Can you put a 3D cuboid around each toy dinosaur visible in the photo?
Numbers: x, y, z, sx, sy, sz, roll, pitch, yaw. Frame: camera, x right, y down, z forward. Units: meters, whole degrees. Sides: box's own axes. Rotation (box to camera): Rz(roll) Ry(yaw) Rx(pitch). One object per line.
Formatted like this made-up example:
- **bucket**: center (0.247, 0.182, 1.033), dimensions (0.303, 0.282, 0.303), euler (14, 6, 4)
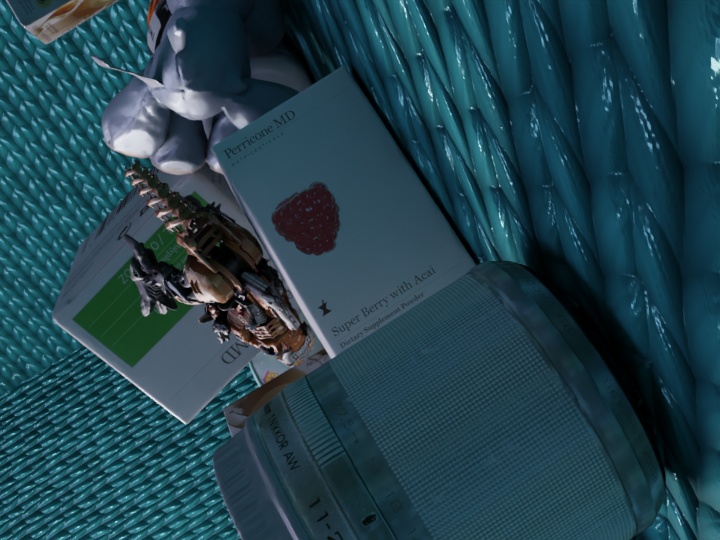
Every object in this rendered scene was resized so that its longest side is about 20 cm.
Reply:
- **toy dinosaur**: center (-0.106, -0.008, 0.766), dimensions (0.135, 0.102, 0.202), euler (19, 132, 48)

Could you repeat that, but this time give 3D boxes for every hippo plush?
- **hippo plush**: center (-0.138, -0.184, 0.824), dimensions (0.200, 0.158, 0.163), euler (34, -132, -52)

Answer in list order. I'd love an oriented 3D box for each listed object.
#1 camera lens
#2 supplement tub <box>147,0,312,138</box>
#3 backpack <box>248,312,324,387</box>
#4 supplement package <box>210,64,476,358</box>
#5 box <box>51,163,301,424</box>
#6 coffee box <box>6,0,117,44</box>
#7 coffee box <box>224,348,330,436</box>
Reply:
- **camera lens**: center (0.043, 0.104, 0.528), dimensions (0.161, 0.199, 0.160), euler (58, 176, 6)
- **supplement tub**: center (-0.137, -0.208, 0.998), dimensions (0.201, 0.122, 0.123), euler (54, 174, 40)
- **backpack**: center (-0.033, 0.082, 1.151), dimensions (0.177, 0.199, 0.153), euler (57, -176, 23)
- **supplement package**: center (-0.006, -0.024, 0.757), dimensions (0.201, 0.121, 0.120), euler (57, 176, 13)
- **box**: center (-0.166, -0.004, 1.000), dimensions (0.171, 0.199, 0.200), euler (42, -168, -21)
- **coffee box**: center (-0.219, -0.288, 0.878), dimensions (0.080, 0.199, 0.114), euler (58, 176, -10)
- **coffee box**: center (-0.013, 0.136, 0.926), dimensions (0.080, 0.199, 0.115), euler (30, -146, -59)
